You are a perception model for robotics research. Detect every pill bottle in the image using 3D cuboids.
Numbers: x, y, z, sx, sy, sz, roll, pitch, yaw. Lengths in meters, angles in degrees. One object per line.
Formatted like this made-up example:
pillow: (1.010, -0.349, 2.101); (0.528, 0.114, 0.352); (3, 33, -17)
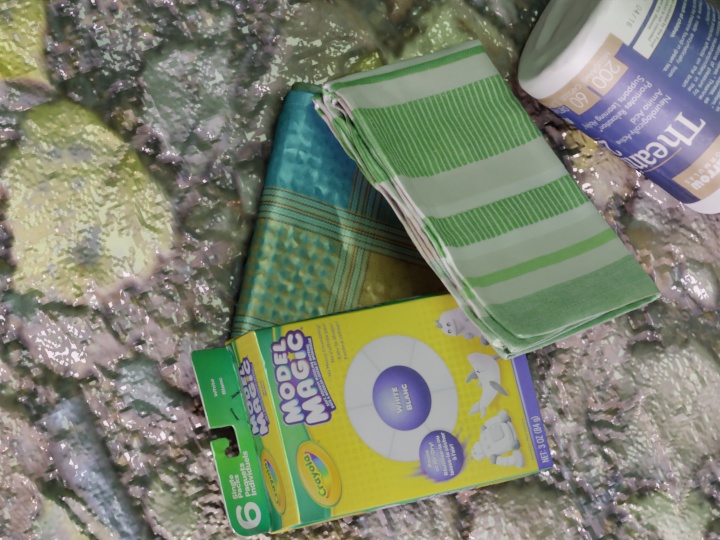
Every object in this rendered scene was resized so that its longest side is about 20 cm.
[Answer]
pill bottle: (0.206, -0.105, 1.724); (0.200, 0.111, 0.111); (34, 65, -15)

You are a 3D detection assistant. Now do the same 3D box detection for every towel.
towel: (0.000, 0.000, 1.648); (0.146, 0.022, 0.200); (20, 70, -21)
towel: (0.077, -0.046, 1.651); (0.152, 0.023, 0.200); (-20, 68, -44)

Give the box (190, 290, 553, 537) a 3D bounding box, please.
box: (0.006, 0.080, 1.595); (0.200, 0.048, 0.118); (-11, 83, -26)
